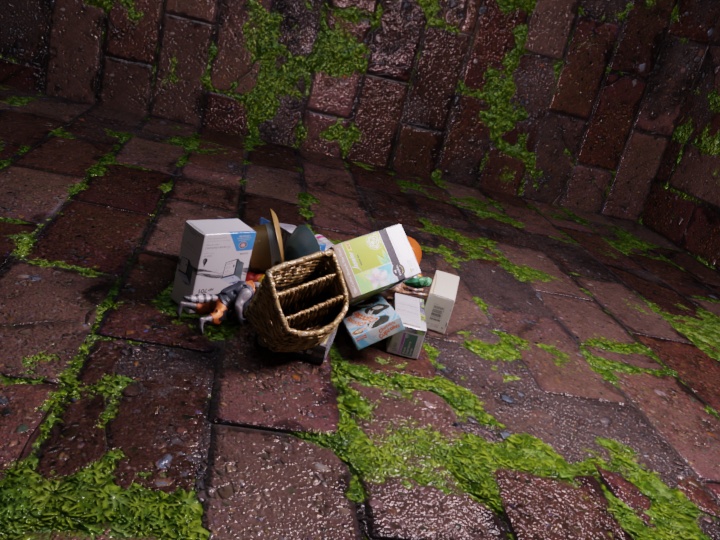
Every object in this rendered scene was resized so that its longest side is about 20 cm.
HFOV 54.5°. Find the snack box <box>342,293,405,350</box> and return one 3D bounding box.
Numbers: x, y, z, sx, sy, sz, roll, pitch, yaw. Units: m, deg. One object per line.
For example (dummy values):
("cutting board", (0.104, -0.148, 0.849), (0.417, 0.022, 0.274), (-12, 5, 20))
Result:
("snack box", (0.022, 0.117, 1.631), (0.116, 0.037, 0.200), (-24, 17, -6))

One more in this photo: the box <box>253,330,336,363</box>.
("box", (-0.138, 0.131, 1.587), (0.161, 0.049, 0.200), (13, 19, 3))

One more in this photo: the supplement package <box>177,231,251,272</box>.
("supplement package", (-0.345, -0.033, 1.781), (0.121, 0.120, 0.200), (28, 24, 33))

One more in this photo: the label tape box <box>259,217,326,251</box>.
("label tape box", (-0.189, -0.041, 1.824), (0.063, 0.144, 0.200), (-7, 29, -46))

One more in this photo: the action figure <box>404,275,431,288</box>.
("action figure", (0.109, 0.012, 1.929), (0.200, 0.055, 0.118), (17, -12, 32))

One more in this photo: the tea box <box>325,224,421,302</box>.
("tea box", (0.000, 0.000, 1.680), (0.196, 0.134, 0.200), (-20, -6, -28))

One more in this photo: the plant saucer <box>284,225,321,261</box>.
("plant saucer", (-0.143, -0.007, 1.674), (0.039, 0.201, 0.201), (-10, 29, -28))

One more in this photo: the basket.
("basket", (-0.112, 0.069, 1.448), (0.200, 0.149, 0.143), (-18, 60, -46))

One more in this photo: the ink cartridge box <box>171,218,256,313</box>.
("ink cartridge box", (-0.338, -0.012, 1.610), (0.146, 0.200, 0.086), (-7, 30, -46))

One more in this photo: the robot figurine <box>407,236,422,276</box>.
("robot figurine", (0.127, -0.036, 2.134), (0.116, 0.144, 0.200), (-5, 16, 13))

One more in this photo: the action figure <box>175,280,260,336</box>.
("action figure", (-0.281, 0.074, 1.529), (0.193, 0.105, 0.200), (-23, 20, -33))

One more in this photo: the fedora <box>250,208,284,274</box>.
("fedora", (-0.234, -0.050, 1.710), (0.082, 0.201, 0.201), (-8, 24, -11))

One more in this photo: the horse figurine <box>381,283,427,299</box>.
("horse figurine", (0.092, 0.050, 1.887), (0.132, 0.050, 0.200), (14, -11, -18))

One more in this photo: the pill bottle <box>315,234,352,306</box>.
("pill bottle", (-0.067, 0.002, 1.861), (0.200, 0.114, 0.113), (36, 27, 21))

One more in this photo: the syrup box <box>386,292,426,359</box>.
("syrup box", (0.111, 0.133, 1.714), (0.081, 0.079, 0.200), (14, 19, -3))

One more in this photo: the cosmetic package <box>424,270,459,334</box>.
("cosmetic package", (0.216, 0.082, 1.892), (0.073, 0.104, 0.200), (17, 19, 5))

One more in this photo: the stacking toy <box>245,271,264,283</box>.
("stacking toy", (-0.208, 0.036, 1.637), (0.200, 0.086, 0.085), (10, 13, 37))
